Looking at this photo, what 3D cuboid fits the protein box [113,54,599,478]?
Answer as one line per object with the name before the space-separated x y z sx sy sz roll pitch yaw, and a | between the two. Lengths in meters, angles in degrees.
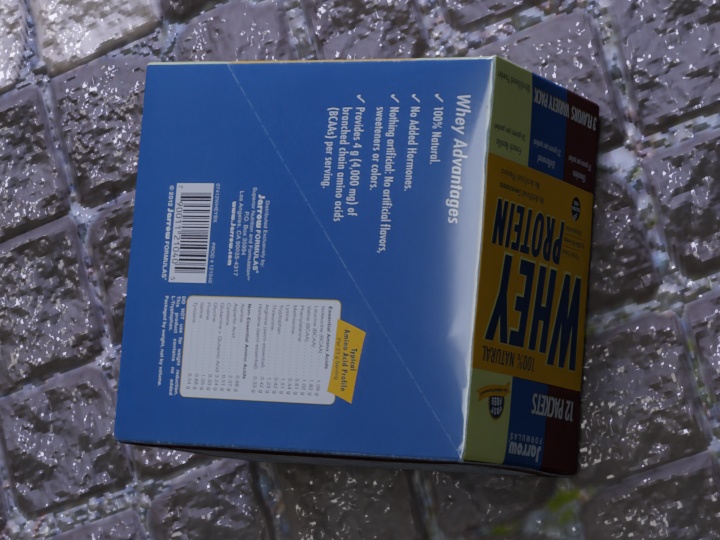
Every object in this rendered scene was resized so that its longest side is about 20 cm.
protein box | 0.000 0.000 1.296 0.200 0.135 0.199 1 83 28
